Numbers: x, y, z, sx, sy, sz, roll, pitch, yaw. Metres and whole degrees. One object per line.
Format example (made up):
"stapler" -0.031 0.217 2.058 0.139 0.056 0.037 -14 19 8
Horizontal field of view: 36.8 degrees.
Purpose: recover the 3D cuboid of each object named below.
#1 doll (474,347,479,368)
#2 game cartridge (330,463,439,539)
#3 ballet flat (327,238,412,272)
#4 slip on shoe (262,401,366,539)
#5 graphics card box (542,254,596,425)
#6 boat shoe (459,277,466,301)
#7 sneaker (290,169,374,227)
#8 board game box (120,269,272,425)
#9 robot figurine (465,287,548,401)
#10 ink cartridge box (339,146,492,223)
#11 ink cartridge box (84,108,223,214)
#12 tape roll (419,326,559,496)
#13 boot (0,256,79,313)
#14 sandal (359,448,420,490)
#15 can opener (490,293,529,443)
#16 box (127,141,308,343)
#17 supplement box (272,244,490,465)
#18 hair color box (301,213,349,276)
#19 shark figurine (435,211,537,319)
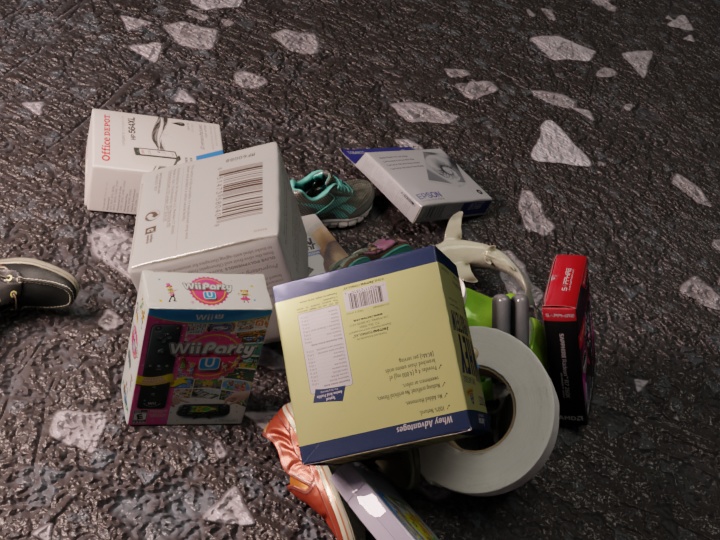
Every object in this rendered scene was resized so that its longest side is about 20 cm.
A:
"doll" 0.076 0.107 1.308 0.134 0.049 0.203 -19 76 -3
"game cartridge" 0.052 0.300 1.218 0.200 0.041 0.133 45 5 27
"ballet flat" 0.000 0.000 1.489 0.070 0.070 0.199 5 20 31
"slip on shoe" -0.053 0.251 1.277 0.061 0.074 0.201 -36 65 5
"graphics card box" 0.289 0.096 1.487 0.050 0.203 0.126 1 33 19
"boat shoe" 0.074 0.070 1.382 0.071 0.070 0.200 39 64 9
"sneaker" -0.048 -0.116 1.674 0.198 0.092 0.078 -22 54 -39
"board game box" -0.197 0.095 1.280 0.145 0.202 0.065 1 41 -21
"robot figurine" 0.174 0.099 1.491 0.197 0.116 0.177 23 49 -7
"ink cartridge box" 0.093 -0.160 1.795 0.198 0.041 0.200 -10 47 -48
"ink cartridge box" -0.308 -0.157 1.618 0.196 0.085 0.147 5 41 -19
"tape roll" 0.144 0.176 1.338 0.201 0.204 0.071 36 -2 20
"boot" -0.456 0.056 1.322 0.200 0.074 0.155 8 43 -8
"sandal" 0.003 0.206 1.335 0.057 0.081 0.200 -20 40 -35
"can opener" 0.200 0.132 1.403 0.052 0.066 0.204 2 83 -15
"box" -0.176 -0.024 1.401 0.196 0.173 0.201 -13 41 6
"supplement box" 0.025 0.102 1.225 0.196 0.134 0.204 -14 77 14
"hair color box" -0.064 0.011 1.544 0.108 0.065 0.201 -13 51 -35
"shark figurine" 0.187 -0.002 1.660 0.211 0.090 0.130 18 72 11
